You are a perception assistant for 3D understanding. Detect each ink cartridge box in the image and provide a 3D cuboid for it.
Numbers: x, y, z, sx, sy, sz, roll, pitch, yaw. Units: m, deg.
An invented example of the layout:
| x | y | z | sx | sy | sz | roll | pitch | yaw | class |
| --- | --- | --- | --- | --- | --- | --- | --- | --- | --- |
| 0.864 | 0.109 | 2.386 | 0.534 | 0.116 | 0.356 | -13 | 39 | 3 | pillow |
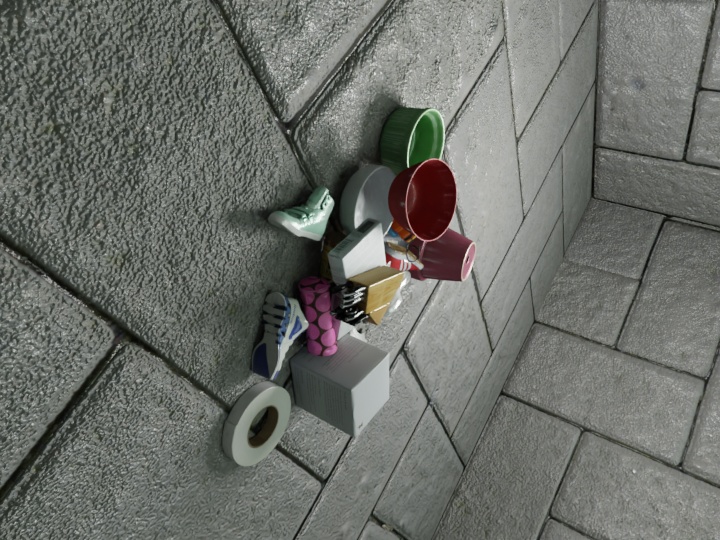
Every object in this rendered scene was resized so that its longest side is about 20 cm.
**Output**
| x | y | z | sx | sy | sz | roll | pitch | yaw | class |
| --- | --- | --- | --- | --- | --- | --- | --- | --- | --- |
| 0.000 | 0.000 | 1.365 | 0.163 | 0.057 | 0.202 | -45 | 144 | -36 | ink cartridge box |
| -0.005 | 0.069 | 1.470 | 0.200 | 0.047 | 0.161 | -38 | 150 | -42 | ink cartridge box |

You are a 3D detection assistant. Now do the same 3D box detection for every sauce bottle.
| x | y | z | sx | sy | sz | roll | pitch | yaw | class |
| --- | --- | --- | --- | --- | --- | --- | --- | --- | --- |
| -0.070 | 0.004 | 1.393 | 0.066 | 0.066 | 0.202 | -28 | 135 | -49 | sauce bottle |

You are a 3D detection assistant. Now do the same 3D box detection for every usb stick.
| x | y | z | sx | sy | sz | roll | pitch | yaw | class |
| --- | --- | --- | --- | --- | --- | --- | --- | --- | --- |
| 0.082 | -0.080 | 1.627 | 0.199 | 0.032 | 0.056 | -2 | 109 | -58 | usb stick |

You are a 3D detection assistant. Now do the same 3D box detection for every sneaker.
| x | y | z | sx | sy | sz | roll | pitch | yaw | class |
| --- | --- | --- | --- | --- | --- | --- | --- | --- | --- |
| -0.124 | -0.136 | 1.217 | 0.119 | 0.073 | 0.200 | -67 | 160 | 6 | sneaker |
| -0.001 | 0.208 | 1.614 | 0.083 | 0.074 | 0.200 | -69 | 154 | -16 | sneaker |
| -0.173 | 0.149 | 1.296 | 0.115 | 0.080 | 0.202 | 3 | 102 | -56 | sneaker |
| 0.081 | 0.046 | 1.651 | 0.089 | 0.075 | 0.201 | 52 | 39 | -23 | sneaker |
| 0.100 | -0.009 | 1.623 | 0.113 | 0.071 | 0.199 | -53 | 145 | 13 | sneaker |

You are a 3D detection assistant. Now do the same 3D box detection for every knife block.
| x | y | z | sx | sy | sz | roll | pitch | yaw | class |
| --- | --- | --- | --- | --- | --- | --- | --- | --- | --- |
| 0.010 | 0.041 | 1.298 | 0.201 | 0.063 | 0.176 | -60 | 147 | -19 | knife block |

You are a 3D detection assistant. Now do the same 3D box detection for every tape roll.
| x | y | z | sx | sy | sz | roll | pitch | yaw | class |
| --- | --- | --- | --- | --- | --- | --- | --- | --- | --- |
| -0.244 | 0.365 | 1.345 | 0.202 | 0.037 | 0.205 | -36 | 136 | -45 | tape roll |

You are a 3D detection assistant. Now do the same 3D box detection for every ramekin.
| x | y | z | sx | sy | sz | roll | pitch | yaw | class |
| --- | --- | --- | --- | --- | --- | --- | --- | --- | --- |
| 0.136 | -0.338 | 1.504 | 0.200 | 0.097 | 0.202 | -34 | 134 | -45 | ramekin |

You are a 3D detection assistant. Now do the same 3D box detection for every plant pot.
| x | y | z | sx | sy | sz | roll | pitch | yaw | class |
| --- | --- | --- | --- | --- | --- | --- | --- | --- | --- |
| 0.255 | -0.051 | 1.759 | 0.200 | 0.177 | 0.202 | -45 | 145 | -45 | plant pot |

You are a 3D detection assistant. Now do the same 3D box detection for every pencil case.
| x | y | z | sx | sy | sz | roll | pitch | yaw | class |
| --- | --- | --- | --- | --- | --- | --- | --- | --- | --- |
| -0.105 | 0.109 | 1.378 | 0.094 | 0.090 | 0.202 | -83 | 172 | -59 | pencil case |

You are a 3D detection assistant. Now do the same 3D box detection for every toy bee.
| x | y | z | sx | sy | sz | roll | pitch | yaw | class |
| --- | --- | --- | --- | --- | --- | --- | --- | --- | --- |
| 0.114 | -0.117 | 1.532 | 0.108 | 0.130 | 0.203 | -6 | 84 | -57 | toy bee |

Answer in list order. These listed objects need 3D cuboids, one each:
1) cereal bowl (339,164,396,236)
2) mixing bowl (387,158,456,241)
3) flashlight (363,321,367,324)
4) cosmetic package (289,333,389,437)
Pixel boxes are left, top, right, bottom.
| x | y | z | sx | sy | sz | roll | pitch | yaw | class |
| --- | --- | --- | --- | --- | --- | --- | --- | --- | --- |
| 0.010 | -0.168 | 1.411 | 0.200 | 0.083 | 0.202 | -35 | 134 | -46 | cereal bowl |
| 0.139 | -0.179 | 1.408 | 0.199 | 0.108 | 0.203 | -13 | 108 | -43 | mixing bowl |
| 0.018 | 0.058 | 1.575 | 0.067 | 0.068 | 0.201 | -15 | 137 | -2 | flashlight |
| -0.050 | 0.282 | 1.453 | 0.166 | 0.198 | 0.169 | -38 | 138 | -42 | cosmetic package |
